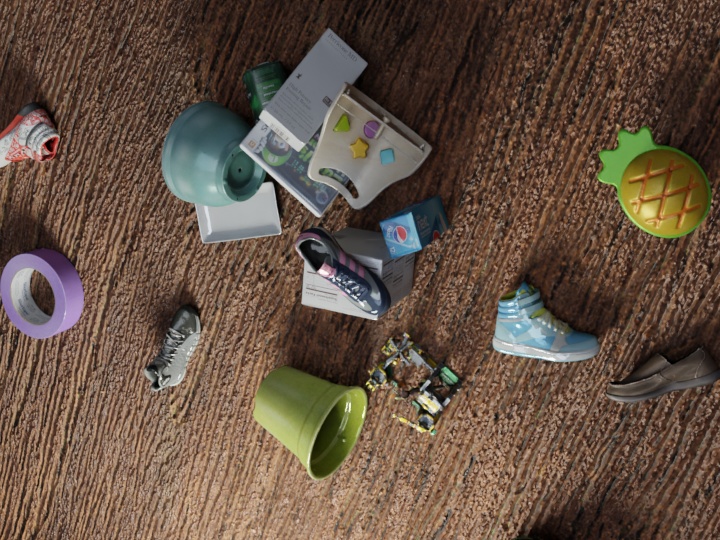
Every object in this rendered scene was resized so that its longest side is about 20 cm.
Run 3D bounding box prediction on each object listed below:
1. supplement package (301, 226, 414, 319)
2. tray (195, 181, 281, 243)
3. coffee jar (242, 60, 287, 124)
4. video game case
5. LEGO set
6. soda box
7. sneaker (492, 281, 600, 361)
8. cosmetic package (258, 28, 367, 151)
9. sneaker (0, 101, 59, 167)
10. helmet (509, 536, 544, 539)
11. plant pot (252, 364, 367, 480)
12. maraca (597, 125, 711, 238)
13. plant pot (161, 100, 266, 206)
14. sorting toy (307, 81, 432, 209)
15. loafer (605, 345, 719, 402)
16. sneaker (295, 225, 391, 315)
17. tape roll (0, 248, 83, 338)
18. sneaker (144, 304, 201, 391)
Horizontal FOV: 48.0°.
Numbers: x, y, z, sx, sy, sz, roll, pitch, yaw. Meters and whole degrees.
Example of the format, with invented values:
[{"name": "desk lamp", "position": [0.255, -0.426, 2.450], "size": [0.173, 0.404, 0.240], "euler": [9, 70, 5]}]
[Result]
[{"name": "supplement package", "position": [0.000, 0.000, 1.517], "size": [0.152, 0.199, 0.114], "euler": [10, 105, 20]}, {"name": "tray", "position": [-0.255, -0.121, 1.691], "size": [0.195, 0.022, 0.110], "euler": [-5, 101, 23]}, {"name": "coffee jar", "position": [-0.162, -0.293, 1.566], "size": [0.084, 0.104, 0.205], "euler": [-18, 96, -10]}, {"name": "video game case", "position": [-0.096, -0.235, 1.515], "size": [0.199, 0.023, 0.183], "euler": [41, 78, -11]}, {"name": "LEGO set", "position": [0.098, 0.229, 1.575], "size": [0.154, 0.116, 0.201], "euler": [-43, 84, 24]}, {"name": "soda box", "position": [0.101, -0.081, 1.456], "size": [0.063, 0.200, 0.069], "euler": [-16, 97, 24]}, {"name": "sneaker", "position": [0.336, 0.089, 1.468], "size": [0.195, 0.079, 0.134], "euler": [3, 105, 21]}, {"name": "cosmetic package", "position": [-0.086, -0.328, 1.475], "size": [0.101, 0.074, 0.202], "euler": [38, 79, -11]}, {"name": "sneaker", "position": [-0.764, -0.274, 1.839], "size": [0.201, 0.067, 0.109], "euler": [-42, 83, 22]}, {"name": "helmet", "position": [0.314, 0.606, 1.536], "size": [0.199, 0.190, 0.202], "euler": [38, 150, 27]}, {"name": "plant pot", "position": [-0.114, 0.292, 1.652], "size": [0.182, 0.199, 0.205], "euler": [24, 110, 27]}, {"name": "maraca", "position": [0.485, -0.145, 1.336], "size": [0.200, 0.107, 0.137], "euler": [45, 107, 7]}, {"name": "plant pot", "position": [-0.264, -0.209, 1.560], "size": [0.133, 0.198, 0.205], "euler": [25, 111, 33]}, {"name": "sorting toy", "position": [-0.003, -0.215, 1.482], "size": [0.198, 0.107, 0.182], "euler": [33, 102, -15]}, {"name": "loafer", "position": [0.526, 0.180, 1.423], "size": [0.196, 0.073, 0.073], "euler": [-19, 85, 20]}, {"name": "sneaker", "position": [-0.036, 0.009, 1.377], "size": [0.199, 0.082, 0.071], "euler": [41, 112, 9]}, {"name": "tape roll", "position": [-0.753, 0.054, 1.912], "size": [0.195, 0.065, 0.205], "euler": [6, 105, 21]}, {"name": "sneaker", "position": [-0.417, 0.180, 1.776], "size": [0.074, 0.115, 0.204], "euler": [23, 110, 15]}]
